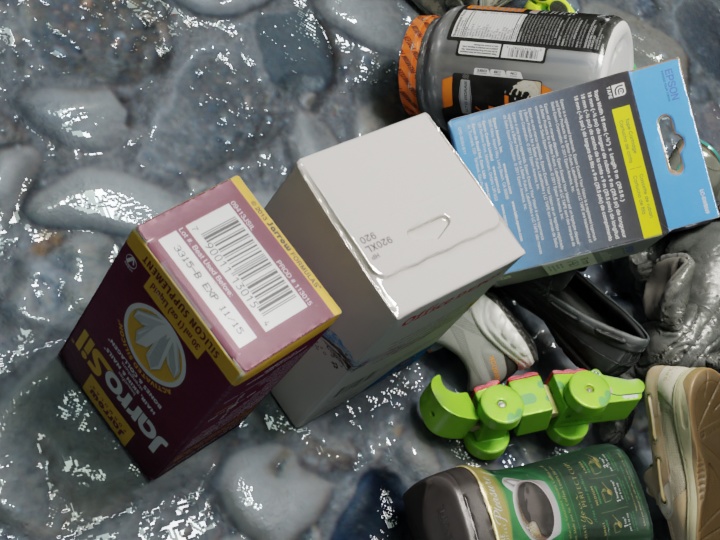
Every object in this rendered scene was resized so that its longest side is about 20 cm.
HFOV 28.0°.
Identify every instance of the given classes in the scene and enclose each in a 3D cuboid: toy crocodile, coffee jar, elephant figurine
[{"bbox_3d":[0.148,0.114,1.235,0.199,0.068,0.062,-7,56,-16],"label":"toy crocodile"},{"bbox_3d":[0.134,0.204,1.174,0.200,0.085,0.105,-3,66,-31],"label":"coffee jar"},{"bbox_3d":[0.302,0.051,1.316,0.141,0.155,0.200,8,36,16],"label":"elephant figurine"}]

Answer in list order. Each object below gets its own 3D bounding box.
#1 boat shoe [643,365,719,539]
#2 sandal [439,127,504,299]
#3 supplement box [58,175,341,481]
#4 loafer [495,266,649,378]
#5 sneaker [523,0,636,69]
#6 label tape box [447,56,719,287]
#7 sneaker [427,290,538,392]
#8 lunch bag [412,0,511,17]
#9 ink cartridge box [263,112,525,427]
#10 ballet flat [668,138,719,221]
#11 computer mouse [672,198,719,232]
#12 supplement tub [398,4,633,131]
[{"bbox_3d":[0.285,0.180,1.260,0.072,0.065,0.201,-18,104,-40],"label":"boat shoe"},{"bbox_3d":[0.081,-0.055,1.335,0.076,0.043,0.201,-6,64,-31],"label":"sandal"},{"bbox_3d":[-0.123,0.045,1.058,0.103,0.200,0.131,-32,79,-38],"label":"supplement box"},{"bbox_3d":[0.172,0.009,1.273,0.201,0.070,0.068,45,41,6],"label":"loafer"},{"bbox_3d":[0.238,-0.210,1.514,0.200,0.074,0.084,53,23,16],"label":"sneaker"},{"bbox_3d":[0.188,-0.079,1.216,0.199,0.063,0.145,-14,77,13],"label":"label tape box"},{"bbox_3d":[0.067,0.019,1.257,0.200,0.079,0.074,52,7,5],"label":"sneaker"},{"bbox_3d":[0.120,-0.352,1.491,0.200,0.139,0.168,-37,99,-39],"label":"lunch bag"},{"bbox_3d":[0.000,0.000,1.154,0.147,0.200,0.145,-25,75,-38],"label":"ink cartridge box"},{"bbox_3d":[0.341,-0.067,1.444,0.067,0.200,0.064,34,86,34],"label":"ballet flat"},{"bbox_3d":[0.337,-0.065,1.328,0.059,0.200,0.034,-28,105,-64],"label":"computer mouse"},{"bbox_3d":[0.144,-0.182,1.340,0.199,0.123,0.123,9,46,24],"label":"supplement tub"}]
